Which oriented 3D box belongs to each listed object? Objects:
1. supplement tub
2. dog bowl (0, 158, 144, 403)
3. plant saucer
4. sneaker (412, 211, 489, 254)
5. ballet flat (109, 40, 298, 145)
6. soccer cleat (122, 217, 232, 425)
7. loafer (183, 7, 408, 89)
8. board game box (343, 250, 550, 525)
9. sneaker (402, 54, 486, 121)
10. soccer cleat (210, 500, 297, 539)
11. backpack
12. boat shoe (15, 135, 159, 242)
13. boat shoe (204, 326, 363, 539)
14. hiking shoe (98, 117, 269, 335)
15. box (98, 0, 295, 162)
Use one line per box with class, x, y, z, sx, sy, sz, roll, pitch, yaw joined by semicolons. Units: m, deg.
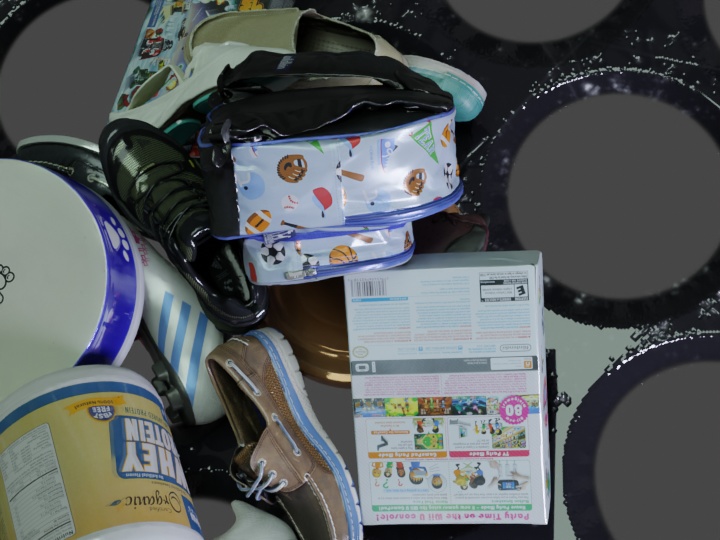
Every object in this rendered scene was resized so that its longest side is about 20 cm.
supplement tub;-0.194;0.188;1.107;0.143;0.145;0.201;-24;57;0
dog bowl;-0.278;0.015;1.190;0.198;0.079;0.203;-2;82;12
plant saucer;0.000;0.000;1.264;0.198;0.032;0.203;-3;68;9
sneaker;0.043;-0.046;1.227;0.114;0.076;0.202;-20;76;-4
ballet flat;-0.136;-0.149;1.231;0.199;0.069;0.070;-28;63;27
soccer cleat;-0.155;0.034;1.254;0.086;0.070;0.201;-23;74;-19
loafer;-0.057;-0.188;1.255;0.198;0.068;0.076;7;70;12
board game box;0.069;0.090;1.143;0.146;0.064;0.202;-1;101;10
sneaker;0.010;-0.141;1.302;0.198;0.071;0.081;9;70;23
soccer cleat;-0.132;0.268;1.166;0.086;0.070;0.200;36;73;32
backpack;-0.018;-0.076;1.103;0.188;0.156;0.200;-12;22;3
boat shoe;-0.220;-0.067;1.309;0.198;0.076;0.061;12;65;16
boat shoe;-0.066;0.146;1.165;0.072;0.072;0.201;-14;70;-36
hiking shoe;-0.132;-0.044;1.174;0.076;0.101;0.201;-38;91;-16
box;-0.145;-0.184;1.345;0.136;0.040;0.202;5;68;28
